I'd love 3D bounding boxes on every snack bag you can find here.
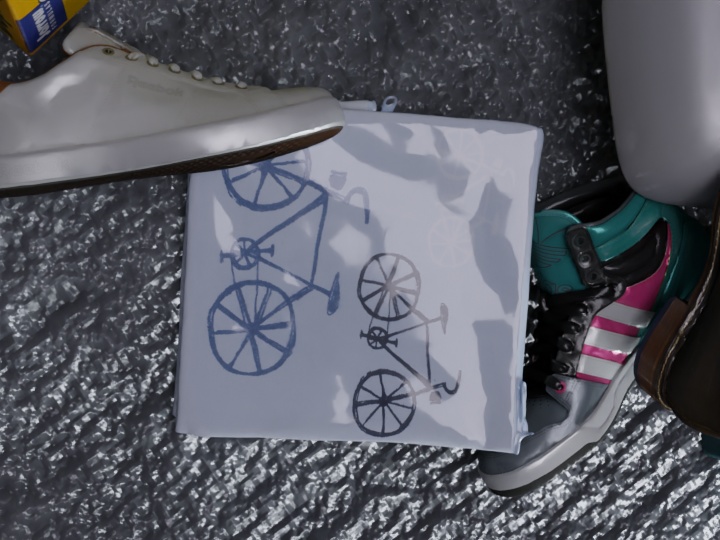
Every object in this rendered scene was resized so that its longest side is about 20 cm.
[{"bbox_3d":[0.000,0.000,1.000,0.198,0.021,0.191,3,94,0],"label":"snack bag"}]

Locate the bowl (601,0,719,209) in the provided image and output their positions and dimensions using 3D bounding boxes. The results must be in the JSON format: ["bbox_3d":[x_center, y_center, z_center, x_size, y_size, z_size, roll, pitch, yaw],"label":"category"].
[{"bbox_3d":[0.235,-0.138,1.036,0.198,0.074,0.202,0,85,-33],"label":"bowl"}]

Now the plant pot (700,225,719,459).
[{"bbox_3d":[0.304,0.051,1.046,0.140,0.200,0.143,-4,98,-18],"label":"plant pot"}]

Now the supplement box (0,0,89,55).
[{"bbox_3d":[-0.132,-0.223,0.896,0.110,0.109,0.200,44,81,5],"label":"supplement box"}]

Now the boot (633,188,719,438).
[{"bbox_3d":[0.230,0.005,0.975,0.074,0.097,0.201,11,113,-37],"label":"boot"}]

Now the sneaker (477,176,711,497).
[{"bbox_3d":[0.114,0.021,1.036,0.200,0.083,0.121,-47,113,-17],"label":"sneaker"}]

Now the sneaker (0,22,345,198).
[{"bbox_3d":[-0.108,-0.091,0.944,0.198,0.073,0.086,-7,86,-7],"label":"sneaker"}]
